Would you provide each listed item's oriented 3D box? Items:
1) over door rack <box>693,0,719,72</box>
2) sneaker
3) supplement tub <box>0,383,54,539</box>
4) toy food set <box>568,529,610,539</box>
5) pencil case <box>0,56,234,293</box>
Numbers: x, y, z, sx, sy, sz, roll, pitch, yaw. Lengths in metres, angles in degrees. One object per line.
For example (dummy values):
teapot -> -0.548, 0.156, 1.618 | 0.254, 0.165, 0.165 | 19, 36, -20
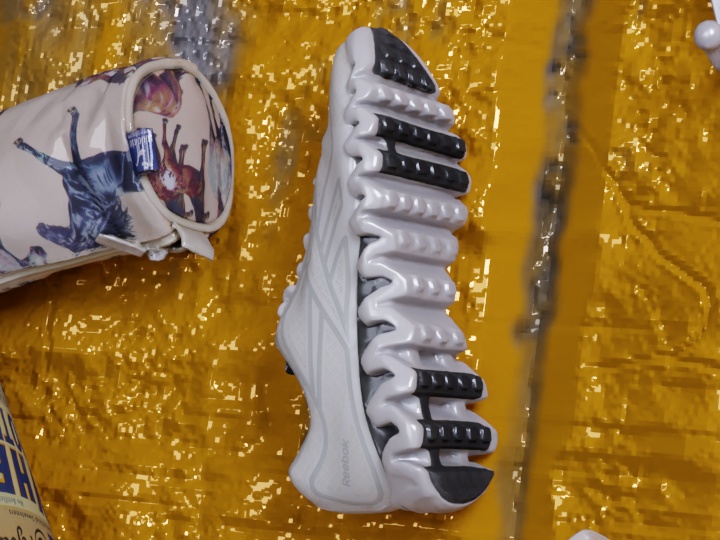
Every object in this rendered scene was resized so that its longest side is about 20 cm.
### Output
over door rack -> 0.177, -0.191, 0.773 | 0.147, 0.067, 0.202 | -16, 70, 24
sneaker -> 0.000, 0.000, 0.825 | 0.081, 0.075, 0.202 | -15, 70, 35
supplement tub -> -0.197, 0.128, 0.856 | 0.144, 0.144, 0.201 | -33, 64, 18
toy food set -> 0.097, 0.211, 0.717 | 0.144, 0.060, 0.200 | -48, 62, 11
pencil case -> -0.154, -0.026, 0.909 | 0.199, 0.078, 0.090 | -17, 55, 24
